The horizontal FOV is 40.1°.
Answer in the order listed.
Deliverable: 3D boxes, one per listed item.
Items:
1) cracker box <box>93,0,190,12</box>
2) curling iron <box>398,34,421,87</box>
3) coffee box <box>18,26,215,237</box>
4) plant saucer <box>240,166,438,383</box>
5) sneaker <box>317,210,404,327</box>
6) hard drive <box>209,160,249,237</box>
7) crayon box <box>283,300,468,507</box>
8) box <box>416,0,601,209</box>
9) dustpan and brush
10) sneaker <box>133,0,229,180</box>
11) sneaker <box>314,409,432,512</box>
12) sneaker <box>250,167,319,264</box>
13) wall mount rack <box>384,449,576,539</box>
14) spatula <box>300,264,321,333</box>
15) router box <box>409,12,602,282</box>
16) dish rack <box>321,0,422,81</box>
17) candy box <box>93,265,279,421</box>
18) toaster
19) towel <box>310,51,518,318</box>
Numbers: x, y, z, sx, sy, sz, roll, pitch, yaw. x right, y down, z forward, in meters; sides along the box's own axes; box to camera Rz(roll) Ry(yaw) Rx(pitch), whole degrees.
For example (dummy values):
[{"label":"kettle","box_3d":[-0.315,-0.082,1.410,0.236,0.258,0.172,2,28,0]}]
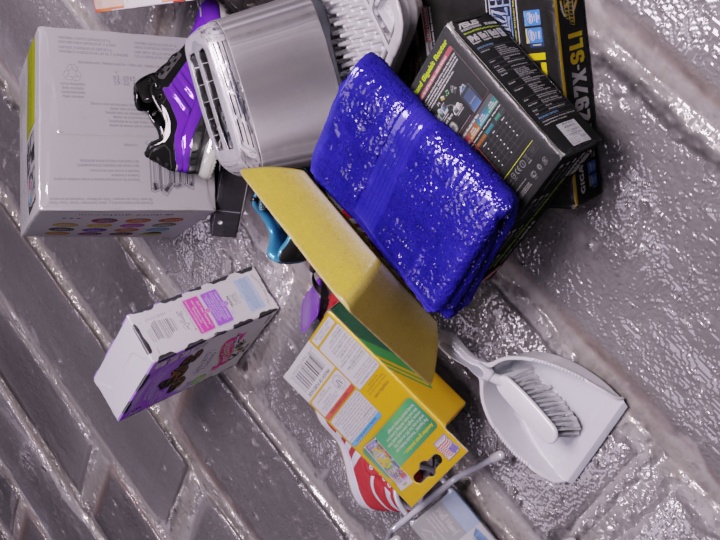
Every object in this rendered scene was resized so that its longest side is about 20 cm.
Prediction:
[{"label":"cracker box","box_3d":[-0.194,-0.328,1.090,0.198,0.133,0.059,9,115,46]},{"label":"curling iron","box_3d":[0.051,-0.140,0.992,0.049,0.025,0.203,35,136,54]},{"label":"coffee box","box_3d":[-0.293,-0.152,1.167,0.197,0.196,0.204,164,104,-64]},{"label":"plant saucer","box_3d":[-0.006,-0.006,0.928,0.200,0.048,0.200,50,-177,36]},{"label":"sneaker","box_3d":[0.000,0.000,1.095,0.200,0.077,0.117,-41,64,43]},{"label":"hard drive","box_3d":[-0.147,-0.159,1.142,0.141,0.037,0.202,-104,23,-48]},{"label":"crayon box","box_3d":[0.023,0.137,1.045,0.200,0.051,0.126,45,132,9]},{"label":"box","box_3d":[0.128,-0.160,0.878,0.158,0.049,0.204,7,113,44]},{"label":"dustpan and brush","box_3d":[0.148,0.114,0.975,0.200,0.057,0.141,45,136,25]},{"label":"sneaker","box_3d":[-0.195,-0.206,1.072,0.070,0.098,0.204,149,127,-71]},{"label":"sneaker","box_3d":[0.016,0.194,1.153,0.112,0.071,0.203,-3,113,53]},{"label":"sneaker","box_3d":[-0.085,-0.106,1.115,0.073,0.081,0.204,-4,104,51]},{"label":"wall mount rack","box_3d":[0.126,0.284,1.062,0.173,0.075,0.201,-41,90,11]},{"label":"spatula","box_3d":[-0.051,0.006,1.135,0.201,0.020,0.057,104,170,-56]},{"label":"router box","box_3d":[0.095,-0.095,0.859,0.151,0.062,0.201,52,139,17]},{"label":"dish rack","box_3d":[-0.003,-0.248,0.946,0.173,0.043,0.201,62,156,17]},{"label":"candy box","box_3d":[-0.225,0.093,1.275,0.072,0.198,0.168,55,139,14]},{"label":"toaster","box_3d":[-0.091,-0.186,0.979,0.113,0.127,0.203,11,119,64]},{"label":"towel","box_3d":[0.037,-0.070,0.849,0.200,0.049,0.149,47,138,24]}]
